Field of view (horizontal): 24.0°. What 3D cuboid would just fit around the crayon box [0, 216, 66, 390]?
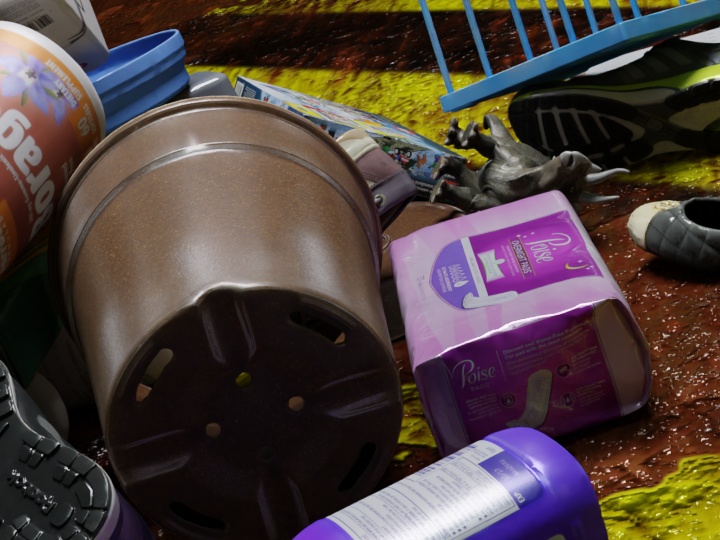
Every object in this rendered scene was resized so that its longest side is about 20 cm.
[{"bbox_3d":[-0.227,-0.010,1.046,0.125,0.052,0.201,-2,38,22],"label":"crayon box"}]

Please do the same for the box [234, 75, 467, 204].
[{"bbox_3d":[-0.015,-0.105,1.332,0.135,0.038,0.200,14,9,-21],"label":"box"}]

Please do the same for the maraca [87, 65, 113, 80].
[{"bbox_3d":[-0.187,-0.103,1.377,0.136,0.200,0.108,-25,46,18],"label":"maraca"}]

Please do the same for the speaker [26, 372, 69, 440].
[{"bbox_3d":[-0.236,0.129,0.951,0.080,0.082,0.200,-12,20,17],"label":"speaker"}]

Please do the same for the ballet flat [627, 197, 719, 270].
[{"bbox_3d":[0.241,-0.032,0.988,0.199,0.057,0.066,2,27,45],"label":"ballet flat"}]

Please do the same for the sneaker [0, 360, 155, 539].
[{"bbox_3d":[-0.173,0.117,0.888,0.076,0.088,0.200,-45,44,-9],"label":"sneaker"}]

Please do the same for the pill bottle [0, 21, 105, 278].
[{"bbox_3d":[-0.235,-0.042,0.950,0.111,0.113,0.201,-5,37,33],"label":"pill bottle"}]

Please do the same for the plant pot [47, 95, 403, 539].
[{"bbox_3d":[-0.067,0.035,0.915,0.198,0.202,0.199,-19,28,-2],"label":"plant pot"}]

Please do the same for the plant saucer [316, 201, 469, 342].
[{"bbox_3d":[0.000,0.000,1.154,0.198,0.035,0.201,-16,21,6],"label":"plant saucer"}]

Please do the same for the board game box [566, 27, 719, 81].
[{"bbox_3d":[0.261,-0.151,1.316,0.198,0.035,0.126,-15,20,11],"label":"board game box"}]

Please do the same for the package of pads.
[{"bbox_3d":[0.084,0.025,0.948,0.119,0.076,0.200,-19,20,3],"label":"package of pads"}]

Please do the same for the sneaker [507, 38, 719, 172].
[{"bbox_3d":[0.205,-0.124,1.228,0.198,0.074,0.081,-3,38,18],"label":"sneaker"}]

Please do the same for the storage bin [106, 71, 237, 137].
[{"bbox_3d":[-0.148,-0.054,1.243,0.199,0.135,0.145,-28,15,-13],"label":"storage bin"}]

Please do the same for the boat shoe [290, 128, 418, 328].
[{"bbox_3d":[-0.041,0.006,1.052,0.201,0.065,0.072,-52,-18,-4],"label":"boat shoe"}]

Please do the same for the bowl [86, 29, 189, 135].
[{"bbox_3d":[-0.212,-0.114,1.208,0.199,0.040,0.201,-23,15,6],"label":"bowl"}]

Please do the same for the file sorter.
[{"bbox_3d":[0.153,-0.210,1.244,0.138,0.124,0.199,-20,2,-37],"label":"file sorter"}]

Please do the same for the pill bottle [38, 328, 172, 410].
[{"bbox_3d":[-0.218,0.041,1.117,0.198,0.115,0.114,-18,20,3],"label":"pill bottle"}]

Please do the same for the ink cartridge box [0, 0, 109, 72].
[{"bbox_3d":[-0.258,-0.165,1.083,0.144,0.085,0.200,-23,-7,0],"label":"ink cartridge box"}]

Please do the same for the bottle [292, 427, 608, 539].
[{"bbox_3d":[0.008,0.138,0.735,0.199,0.066,0.083,-25,20,-17],"label":"bottle"}]

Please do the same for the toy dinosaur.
[{"bbox_3d":[0.105,-0.062,1.176,0.078,0.102,0.200,-63,8,4],"label":"toy dinosaur"}]
